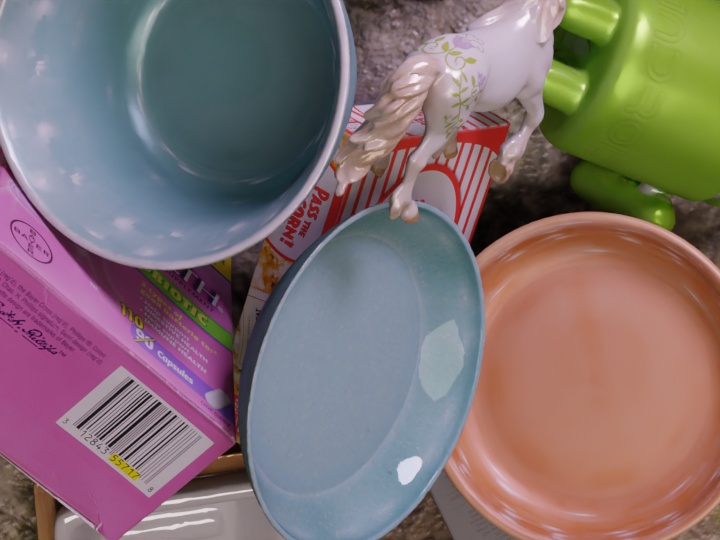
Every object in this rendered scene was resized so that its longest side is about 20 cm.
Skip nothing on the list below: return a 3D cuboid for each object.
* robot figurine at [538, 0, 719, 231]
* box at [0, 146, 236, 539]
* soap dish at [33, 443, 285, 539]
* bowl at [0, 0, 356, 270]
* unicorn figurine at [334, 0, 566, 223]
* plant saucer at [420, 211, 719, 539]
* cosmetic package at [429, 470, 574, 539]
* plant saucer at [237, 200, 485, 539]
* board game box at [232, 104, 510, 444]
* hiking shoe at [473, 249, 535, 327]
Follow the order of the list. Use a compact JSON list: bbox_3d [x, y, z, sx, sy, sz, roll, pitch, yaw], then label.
[{"bbox_3d":[0.183,-0.106,1.138,0.200,0.116,0.176,18,105,-18],"label":"robot figurine"},{"bbox_3d":[-0.162,0.016,1.079,0.097,0.200,0.176,-40,115,16],"label":"box"},{"bbox_3d":[-0.114,0.190,1.189,0.157,0.081,0.200,-7,119,-12],"label":"soap dish"},{"bbox_3d":[-0.082,-0.103,1.019,0.200,0.105,0.201,2,95,19],"label":"bowl"},{"bbox_3d":[0.063,-0.107,1.035,0.074,0.200,0.138,27,124,9],"label":"unicorn figurine"},{"bbox_3d":[0.136,0.066,1.149,0.200,0.037,0.201,0,89,13],"label":"plant saucer"},{"bbox_3d":[0.108,0.190,1.204,0.074,0.200,0.102,-27,145,2],"label":"cosmetic package"},{"bbox_3d":[-0.005,0.055,1.075,0.200,0.036,0.200,-22,120,-46],"label":"plant saucer"},{"bbox_3d":[0.000,0.000,1.146,0.151,0.046,0.200,-13,126,-52],"label":"board game box"},{"bbox_3d":[0.150,0.047,1.225,0.200,0.074,0.087,14,101,-5],"label":"hiking shoe"}]
